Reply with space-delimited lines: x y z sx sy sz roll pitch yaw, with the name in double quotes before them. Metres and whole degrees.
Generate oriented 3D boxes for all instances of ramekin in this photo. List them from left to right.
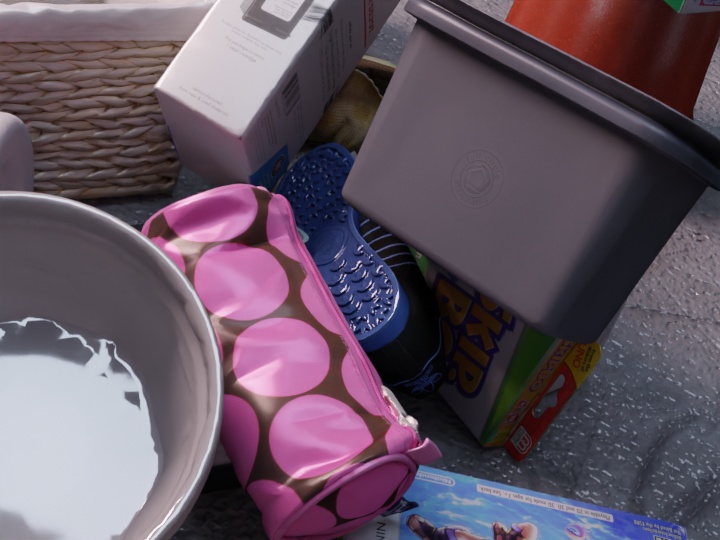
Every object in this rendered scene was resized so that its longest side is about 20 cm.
"ramekin" -0.168 0.074 0.637 0.198 0.105 0.202 5 64 -9

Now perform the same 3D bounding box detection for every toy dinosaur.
"toy dinosaur" -0.008 -0.101 0.947 0.198 0.102 0.058 6 40 -13

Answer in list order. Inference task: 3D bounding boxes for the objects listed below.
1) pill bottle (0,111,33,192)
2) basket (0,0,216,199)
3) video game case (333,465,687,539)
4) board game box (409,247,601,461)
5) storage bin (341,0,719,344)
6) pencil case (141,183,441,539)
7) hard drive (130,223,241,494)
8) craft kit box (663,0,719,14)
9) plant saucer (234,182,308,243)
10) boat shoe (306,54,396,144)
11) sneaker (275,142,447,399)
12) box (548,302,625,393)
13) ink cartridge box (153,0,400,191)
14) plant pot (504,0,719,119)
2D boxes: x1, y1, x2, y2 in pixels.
"pill bottle" -0.298 -0.045 0.755 0.198 0.120 0.120 9 39 -1
"basket" -0.221 -0.163 0.893 0.198 0.162 0.199 -8 45 -27
"video game case" 0.080 0.192 0.683 0.198 0.046 0.182 13 40 -6
"board game box" 0.061 0.019 0.837 0.030 0.096 0.200 2 38 -49
"storage bin" 0.094 -0.055 0.758 0.200 0.135 0.145 36 11 29
"pencil case" -0.042 0.042 0.695 0.201 0.093 0.091 59 12 27
"hard drive" -0.083 0.046 0.793 0.134 0.043 0.201 -6 44 -27
"craft kit box" 0.249 -0.263 0.972 0.196 0.049 0.200 -12 48 -28
"plant saucer" -0.125 0.011 0.771 0.199 0.019 0.070 -32 55 -31
"boat shoe" -0.061 -0.140 1.004 0.198 0.072 0.076 -5 32 -26
"sneaker" 0.000 0.000 0.832 0.070 0.078 0.201 -32 39 10
"box" 0.087 -0.027 0.885 0.060 0.117 0.200 -17 49 -35
"ink cartridge box" -0.043 -0.154 0.854 0.066 0.116 0.201 30 74 11
"plant pot" 0.200 -0.192 1.058 0.199 0.196 0.202 11 39 -9
